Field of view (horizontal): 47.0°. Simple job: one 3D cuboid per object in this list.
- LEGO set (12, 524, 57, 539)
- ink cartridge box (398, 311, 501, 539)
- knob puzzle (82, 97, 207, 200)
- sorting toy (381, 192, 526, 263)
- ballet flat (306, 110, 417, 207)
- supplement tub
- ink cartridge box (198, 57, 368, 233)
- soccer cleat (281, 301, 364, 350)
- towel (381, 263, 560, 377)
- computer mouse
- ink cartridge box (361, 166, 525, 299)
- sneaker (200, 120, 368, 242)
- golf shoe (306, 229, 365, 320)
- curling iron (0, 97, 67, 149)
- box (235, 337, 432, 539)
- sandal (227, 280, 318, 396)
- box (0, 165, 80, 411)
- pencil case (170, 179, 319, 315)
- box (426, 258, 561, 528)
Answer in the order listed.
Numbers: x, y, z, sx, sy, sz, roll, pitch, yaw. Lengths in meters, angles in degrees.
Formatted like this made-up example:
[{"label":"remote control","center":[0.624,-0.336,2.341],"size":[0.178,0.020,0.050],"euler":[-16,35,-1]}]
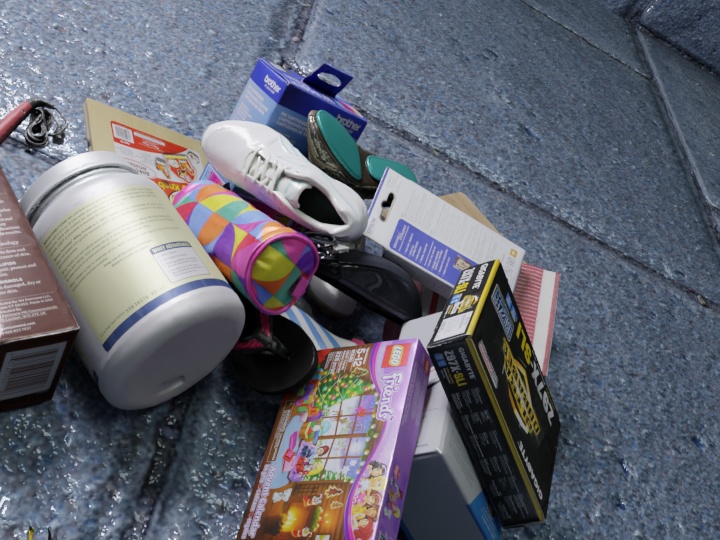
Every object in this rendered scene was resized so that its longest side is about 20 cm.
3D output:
[{"label":"LEGO set","center":[-0.223,0.216,0.506],"size":[0.113,0.156,0.201],"euler":[-9,38,-11]},{"label":"ink cartridge box","center":[0.087,0.160,0.827],"size":[0.147,0.082,0.202],"euler":[60,29,-27]},{"label":"knob puzzle","center":[-0.225,-0.085,0.935],"size":[0.218,0.030,0.222],"euler":[35,32,-26]},{"label":"sorting toy","center":[0.129,0.002,1.106],"size":[0.197,0.070,0.201],"euler":[-16,60,-48]},{"label":"ballet flat","center":[-0.013,-0.114,0.948],"size":[0.198,0.074,0.069],"euler":[24,49,-49]},{"label":"supplement tub","center":[-0.212,0.006,0.755],"size":[0.144,0.146,0.201],"euler":[-16,60,-47]},{"label":"ink cartridge box","center":[-0.084,-0.150,0.960],"size":[0.135,0.202,0.076],"euler":[14,22,-46]},{"label":"soccer cleat","center":[-0.037,0.103,0.873],"size":[0.197,0.070,0.087],"euler":[31,56,-9]},{"label":"towel","center":[0.132,0.043,0.982],"size":[0.195,0.023,0.147],"euler":[14,63,3]},{"label":"computer mouse","center":[0.000,0.000,0.886],"size":[0.198,0.054,0.137],"euler":[33,-10,-35]},{"label":"ink cartridge box","center":[0.093,-0.027,0.948],"size":[0.198,0.037,0.096],"euler":[31,62,-13]},{"label":"sneaker","center":[-0.079,-0.097,0.855],"size":[0.198,0.071,0.080],"euler":[30,7,2]},{"label":"golf shoe","center":[-0.029,-0.034,0.998],"size":[0.071,0.092,0.203],"euler":[18,42,-27]},{"label":"curling iron","center":[-0.319,-0.098,0.712],"size":[0.049,0.026,0.201],"euler":[31,38,-1]},{"label":"box","center":[-0.019,0.156,0.730],"size":[0.039,0.134,0.203],"euler":[57,36,-38]},{"label":"sandal","center":[-0.117,0.051,0.815],"size":[0.199,0.075,0.045],"euler":[39,-10,37]},{"label":"box","center":[-0.319,0.007,0.705],"size":[0.074,0.101,0.202],"euler":[-8,54,-43]},{"label":"pencil case","center":[-0.120,-0.028,0.817],"size":[0.087,0.090,0.199],"euler":[3,18,-36]},{"label":"box","center":[0.136,0.114,0.802],"size":[0.203,0.048,0.160],"euler":[66,25,-16]}]
